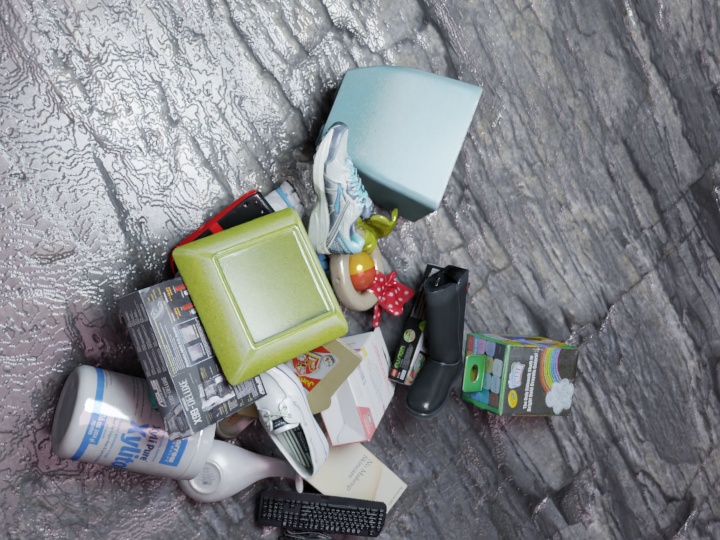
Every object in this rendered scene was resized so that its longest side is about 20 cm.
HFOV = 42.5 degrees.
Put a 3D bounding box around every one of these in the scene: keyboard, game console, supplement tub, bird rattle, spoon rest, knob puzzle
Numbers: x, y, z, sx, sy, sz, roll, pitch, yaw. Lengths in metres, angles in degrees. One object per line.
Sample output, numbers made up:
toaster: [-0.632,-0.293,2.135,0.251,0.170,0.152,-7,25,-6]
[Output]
keyboard: [-0.062,0.400,1.456,0.200,0.040,0.104,7,121,-2]
game console: [-0.167,0.003,1.391,0.177,0.031,0.200,-38,112,0]
supplement tub: [-0.320,0.217,1.307,0.200,0.132,0.132,18,87,-26]
bird rattle: [0.000,0.000,1.452,0.163,0.113,0.200,-27,118,-54]
spoon rest: [-0.182,0.306,1.400,0.200,0.061,0.099,2,97,6]
knob puzzle: [-0.122,0.137,1.353,0.219,0.030,0.220,3,113,7]

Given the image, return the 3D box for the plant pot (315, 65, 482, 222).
plant pot: [0.042,-0.208,1.419,0.200,0.196,0.196,21,85,-6]

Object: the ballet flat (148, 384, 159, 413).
ballet flat: [-0.258,0.126,1.310,0.067,0.200,0.070,-39,129,22]

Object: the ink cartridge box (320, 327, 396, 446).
ink cartridge box: [-0.006,0.176,1.463,0.067,0.200,0.117,-12,105,20]

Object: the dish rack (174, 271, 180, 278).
dish rack: [-0.158,0.035,1.364,0.200,0.044,0.172,-23,110,-5]

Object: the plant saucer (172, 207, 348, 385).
plant saucer: [-0.123,0.025,1.253,0.200,0.048,0.200,-23,87,-32]

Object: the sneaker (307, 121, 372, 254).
sneaker: [-0.020,-0.114,1.320,0.086,0.078,0.200,11,118,14]

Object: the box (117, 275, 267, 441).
box: [-0.221,0.106,1.240,0.158,0.050,0.200,-24,94,-55]

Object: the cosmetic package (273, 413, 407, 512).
cosmetic package: [-0.032,0.322,1.496,0.200,0.073,0.104,44,77,-22]

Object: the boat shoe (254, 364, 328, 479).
boat shoe: [-0.106,0.209,1.328,0.074,0.067,0.200,-29,106,18]

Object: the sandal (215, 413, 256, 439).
sandal: [-0.155,0.178,1.429,0.200,0.055,0.082,-48,113,-15]

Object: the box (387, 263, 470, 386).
box: [0.117,0.098,1.542,0.110,0.035,0.200,27,81,-57]

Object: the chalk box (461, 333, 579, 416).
chalk box: [0.256,0.178,1.599,0.200,0.124,0.125,6,93,-26]

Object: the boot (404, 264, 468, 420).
boot: [0.120,0.111,1.452,0.165,0.066,0.200,-50,148,-52]

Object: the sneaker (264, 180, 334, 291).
sneaker: [-0.103,-0.036,1.436,0.087,0.075,0.200,-27,108,-1]
